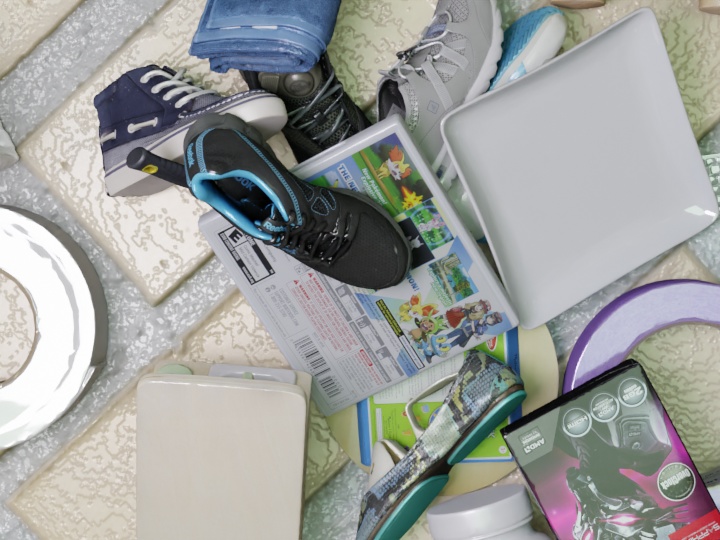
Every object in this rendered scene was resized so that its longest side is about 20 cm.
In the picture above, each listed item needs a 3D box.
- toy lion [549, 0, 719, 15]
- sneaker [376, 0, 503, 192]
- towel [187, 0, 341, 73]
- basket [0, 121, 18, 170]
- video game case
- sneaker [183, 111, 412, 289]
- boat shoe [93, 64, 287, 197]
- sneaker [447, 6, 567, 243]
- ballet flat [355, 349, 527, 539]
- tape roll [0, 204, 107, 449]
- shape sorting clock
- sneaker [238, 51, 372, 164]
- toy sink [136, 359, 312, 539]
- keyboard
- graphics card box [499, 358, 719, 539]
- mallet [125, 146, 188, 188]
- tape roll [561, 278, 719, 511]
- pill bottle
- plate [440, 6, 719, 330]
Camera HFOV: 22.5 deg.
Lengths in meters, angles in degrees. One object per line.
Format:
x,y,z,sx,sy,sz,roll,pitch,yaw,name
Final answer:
0.226,-0.243,1.404,0.199,0.192,0.069,3,92,0,toy lion
0.055,-0.154,1.437,0.082,0.075,0.201,26,67,-26,sneaker
-0.057,-0.244,1.419,0.111,0.049,0.201,2,59,25,towel
-0.395,-0.141,1.411,0.160,0.198,0.201,-24,92,3,basket
0.000,0.000,1.420,0.182,0.022,0.200,-26,112,15,video game case
-0.050,-0.034,1.344,0.199,0.082,0.073,30,116,-16,sneaker
-0.142,-0.128,1.427,0.200,0.074,0.093,-21,80,40,boat shoe
0.122,-0.119,1.474,0.081,0.077,0.201,25,94,-16,sneaker
0.050,0.144,1.458,0.074,0.074,0.200,42,100,-1,ballet flat
-0.308,0.046,1.479,0.201,0.071,0.204,0,91,0,tape roll
0.064,0.088,1.491,0.199,0.039,0.201,1,101,6,shape sorting clock
-0.032,-0.119,1.451,0.076,0.114,0.200,-35,93,3,sneaker
-0.106,0.142,1.426,0.130,0.112,0.201,4,121,1,toy sink
0.311,-0.071,1.499,0.199,0.011,0.057,-8,92,1,keyboard
0.209,0.185,1.425,0.125,0.051,0.201,-27,91,2,graphics card box
-0.104,-0.069,1.413,0.066,0.200,0.041,-29,64,18,mallet
0.267,0.108,1.478,0.199,0.066,0.201,0,91,0,tape roll
0.119,0.281,1.461,0.112,0.112,0.201,-15,91,1,pill bottle
0.174,-0.082,1.443,0.199,0.032,0.201,-30,115,-12,plate
